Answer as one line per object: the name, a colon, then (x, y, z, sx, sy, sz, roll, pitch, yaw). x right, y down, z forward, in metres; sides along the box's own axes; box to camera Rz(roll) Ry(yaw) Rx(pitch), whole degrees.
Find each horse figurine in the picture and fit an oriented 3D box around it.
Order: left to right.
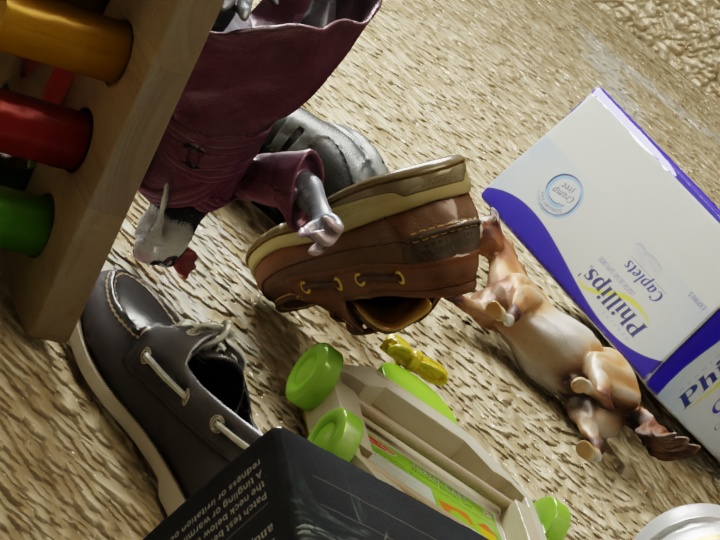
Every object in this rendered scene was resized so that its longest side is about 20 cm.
horse figurine: (0.113, 0.048, 1.663, 0.200, 0.050, 0.133, 43, 15, 11)

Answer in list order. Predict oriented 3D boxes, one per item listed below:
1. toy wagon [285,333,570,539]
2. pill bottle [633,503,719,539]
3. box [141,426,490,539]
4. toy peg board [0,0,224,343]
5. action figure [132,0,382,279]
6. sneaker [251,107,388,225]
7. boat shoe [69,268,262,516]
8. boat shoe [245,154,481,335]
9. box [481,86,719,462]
toy wagon: (0.032, 0.094, 1.345, 0.155, 0.040, 0.200, 35, 14, -21)
pill bottle: (0.169, 0.181, 1.300, 0.104, 0.104, 0.200, 36, 15, -16)
box: (0.023, 0.183, 0.826, 0.200, 0.124, 0.197, 31, 30, -33)
toy peg board: (-0.152, -0.111, 1.209, 0.098, 0.199, 0.200, 14, 26, -28)
action figure: (-0.074, -0.076, 1.303, 0.134, 0.200, 0.149, 10, 48, -17)
sneaker: (-0.061, -0.066, 1.561, 0.082, 0.073, 0.200, -3, 37, -46)
boat shoe: (-0.060, 0.054, 1.179, 0.073, 0.063, 0.200, 28, 19, -40)
boat shoe: (0.001, 0.000, 1.377, 0.200, 0.072, 0.068, -26, -99, 66)
box: (0.198, 0.013, 1.805, 0.184, 0.105, 0.200, 50, 5, 35)
